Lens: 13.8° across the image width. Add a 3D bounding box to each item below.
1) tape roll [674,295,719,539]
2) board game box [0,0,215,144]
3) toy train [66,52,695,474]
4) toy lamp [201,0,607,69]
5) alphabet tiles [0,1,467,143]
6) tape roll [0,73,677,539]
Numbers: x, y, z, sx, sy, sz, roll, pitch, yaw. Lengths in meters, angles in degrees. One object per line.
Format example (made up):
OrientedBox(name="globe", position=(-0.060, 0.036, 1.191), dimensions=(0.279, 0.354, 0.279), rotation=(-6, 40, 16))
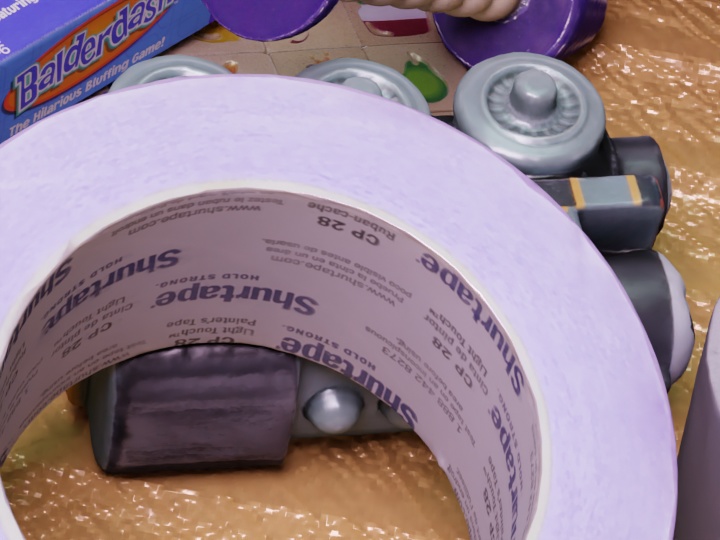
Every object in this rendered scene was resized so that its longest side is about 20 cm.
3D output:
OrientedBox(name="tape roll", position=(0.190, 0.058, 0.829), dimensions=(0.200, 0.066, 0.200), rotation=(4, 40, -3))
OrientedBox(name="board game box", position=(-0.155, -0.124, 0.956), dimensions=(0.200, 0.045, 0.152), rotation=(37, 50, 21))
OrientedBox(name="toy train", position=(0.000, 0.000, 0.864), dimensions=(0.200, 0.085, 0.114), rotation=(-2, 53, -13))
OrientedBox(name="toy lamp", position=(0.021, -0.090, 0.930), dimensions=(0.058, 0.058, 0.200), rotation=(32, 17, 27))
OrientedBox(name="alphabet tiles", position=(-0.067, -0.079, 0.976), dimensions=(0.200, 0.008, 0.167), rotation=(-5, 47, -20))
OrientedBox(name="tape roll", position=(-0.027, 0.057, 0.734), dimensions=(0.200, 0.085, 0.200), rotation=(4, 60, -7))
